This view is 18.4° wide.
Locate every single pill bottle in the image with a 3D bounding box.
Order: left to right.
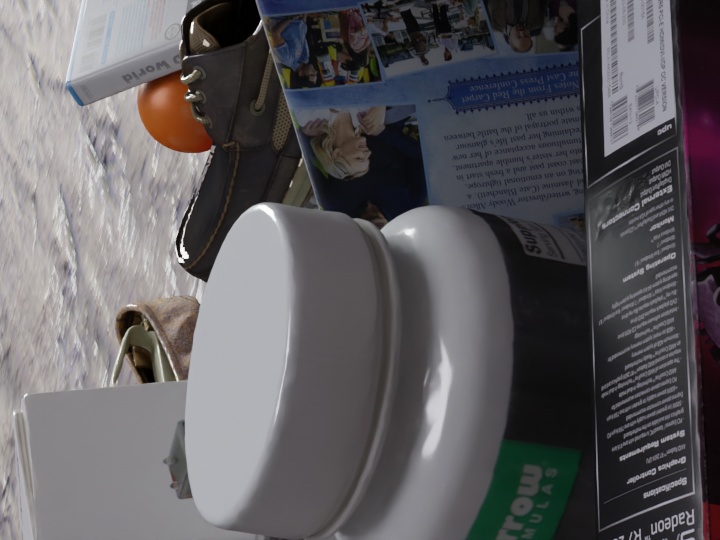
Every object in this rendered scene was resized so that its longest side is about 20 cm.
[{"bbox_3d":[0.054,0.043,0.675,0.113,0.198,0.114,-171,90,-70],"label":"pill bottle"}]

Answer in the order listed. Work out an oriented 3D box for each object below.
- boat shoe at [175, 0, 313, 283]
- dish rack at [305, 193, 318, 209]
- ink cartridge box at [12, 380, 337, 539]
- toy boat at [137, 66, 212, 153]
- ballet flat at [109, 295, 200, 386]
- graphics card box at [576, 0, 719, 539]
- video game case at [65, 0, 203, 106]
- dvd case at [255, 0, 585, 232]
[{"bbox_3d":[-0.044,-0.091,0.949,0.201,0.073,0.075,-66,22,17],"label":"boat shoe"},{"bbox_3d":[0.000,0.000,0.932,0.173,0.043,0.200,-66,23,19],"label":"dish rack"},{"bbox_3d":[-0.020,0.114,0.799,0.083,0.198,0.148,-106,14,-49],"label":"ink cartridge box"},{"bbox_3d":[-0.046,-0.077,1.095,0.130,0.130,0.202,139,139,-59],"label":"toy boat"},{"bbox_3d":[-0.112,0.086,1.293,0.201,0.067,0.069,-111,35,-54],"label":"ballet flat"},{"bbox_3d":[0.123,0.005,0.612,0.051,0.125,0.202,-34,48,52],"label":"graphics card box"},{"bbox_3d":[-0.047,-0.161,1.083,0.198,0.018,0.144,-19,39,19],"label":"video game case"},{"bbox_3d":[0.048,-0.055,0.705,0.018,0.141,0.201,-83,-18,-50],"label":"dvd case"}]
